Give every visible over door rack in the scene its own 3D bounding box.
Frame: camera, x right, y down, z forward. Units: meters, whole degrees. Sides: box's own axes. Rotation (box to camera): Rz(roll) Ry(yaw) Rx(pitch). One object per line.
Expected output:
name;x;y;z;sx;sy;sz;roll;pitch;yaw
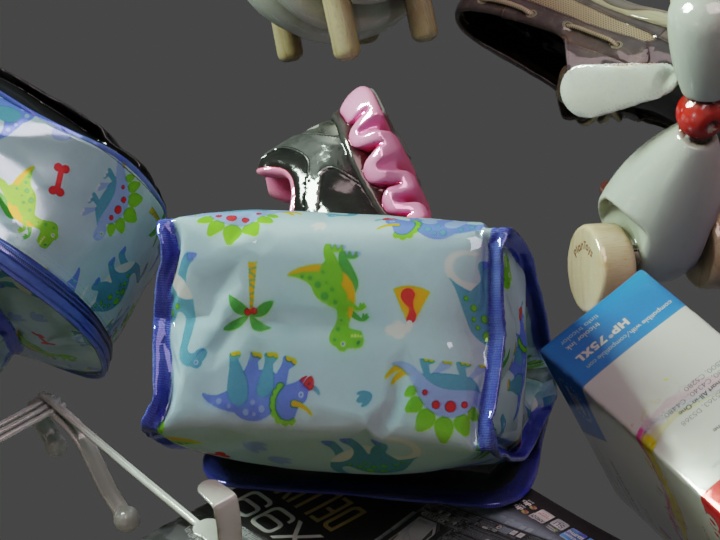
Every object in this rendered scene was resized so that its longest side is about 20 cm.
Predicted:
over door rack;-0.160;0.134;1.349;0.147;0.067;0.200;-29;27;-24

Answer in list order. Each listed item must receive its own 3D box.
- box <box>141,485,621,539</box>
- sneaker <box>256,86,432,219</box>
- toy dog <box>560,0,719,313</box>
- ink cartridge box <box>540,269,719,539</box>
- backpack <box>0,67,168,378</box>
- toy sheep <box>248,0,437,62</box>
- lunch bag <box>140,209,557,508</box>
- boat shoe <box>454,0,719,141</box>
box;0.014;0.149;1.368;0.157;0.050;0.200;-26;32;-26
sneaker;0.000;0.000;1.532;0.095;0.079;0.201;-22;56;1
toy dog;0.165;-0.073;1.552;0.131;0.201;0.096;11;29;-33
ink cartridge box;0.176;0.100;1.324;0.067;0.116;0.200;-37;39;-7
backpack;-0.203;-0.019;1.434;0.199;0.183;0.148;24;75;11
toy sheep;-0.016;-0.187;1.609;0.137;0.200;0.139;-1;93;-26
lunch bag;0.000;0.044;1.368;0.169;0.200;0.128;4;84;10
boat shoe;0.138;-0.113;1.641;0.199;0.075;0.073;33;64;25
